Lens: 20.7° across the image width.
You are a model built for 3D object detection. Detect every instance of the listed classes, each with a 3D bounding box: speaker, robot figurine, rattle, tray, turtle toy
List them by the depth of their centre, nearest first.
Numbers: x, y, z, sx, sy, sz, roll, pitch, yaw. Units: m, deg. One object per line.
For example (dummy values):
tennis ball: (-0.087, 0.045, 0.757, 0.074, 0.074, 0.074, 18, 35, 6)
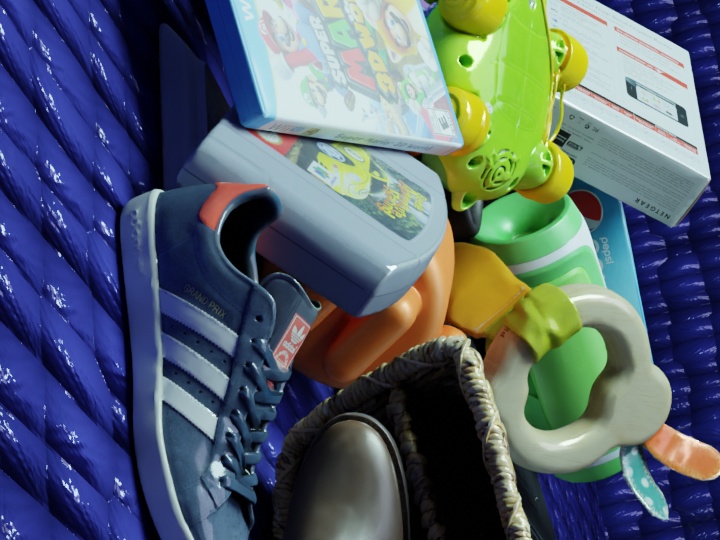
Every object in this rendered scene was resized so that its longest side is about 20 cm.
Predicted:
tray: (-0.080, -0.031, 1.063, 0.108, 0.022, 0.202, 63, 16, -50)
robot figurine: (0.001, 0.002, 1.203, 0.200, 0.142, 0.118, -73, 170, -72)
turtle toy: (0.070, -0.135, 1.256, 0.145, 0.100, 0.202, 25, 69, -51)
rattle: (0.134, 0.075, 1.309, 0.199, 0.142, 0.131, 27, 78, -38)
speaker: (0.138, 0.047, 1.377, 0.089, 0.088, 0.202, -85, 158, -61)

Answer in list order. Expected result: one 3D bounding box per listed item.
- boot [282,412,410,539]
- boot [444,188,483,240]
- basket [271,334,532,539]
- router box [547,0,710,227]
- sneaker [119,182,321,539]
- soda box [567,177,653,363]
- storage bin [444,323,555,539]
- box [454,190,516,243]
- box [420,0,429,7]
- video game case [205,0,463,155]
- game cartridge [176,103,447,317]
boot: (-0.024, 0.145, 0.884, 0.200, 0.063, 0.189, 55, 40, -75)
boot: (0.023, -0.096, 1.373, 0.072, 0.143, 0.202, 49, 26, -55)
basket: (0.023, 0.158, 1.019, 0.149, 0.141, 0.202, 68, 7, -65)
router box: (0.152, -0.139, 1.421, 0.199, 0.049, 0.180, 26, 33, -14)
sneaker: (-0.056, 0.049, 0.900, 0.075, 0.084, 0.202, 52, 27, -68)
soda box: (0.173, -0.007, 1.486, 0.068, 0.063, 0.202, 25, 54, -82)
storage bin: (0.057, 0.112, 1.359, 0.135, 0.093, 0.202, 54, 19, -53)
box: (0.053, -0.079, 1.496, 0.107, 0.147, 0.202, 69, 11, -56)
box: (0.007, -0.217, 1.407, 0.137, 0.039, 0.201, 53, -29, 32)
video game case: (-0.019, -0.139, 1.086, 0.199, 0.018, 0.145, 3, 68, -56)
game cartridge: (-0.017, -0.043, 1.048, 0.133, 0.041, 0.200, 37, 19, -4)
